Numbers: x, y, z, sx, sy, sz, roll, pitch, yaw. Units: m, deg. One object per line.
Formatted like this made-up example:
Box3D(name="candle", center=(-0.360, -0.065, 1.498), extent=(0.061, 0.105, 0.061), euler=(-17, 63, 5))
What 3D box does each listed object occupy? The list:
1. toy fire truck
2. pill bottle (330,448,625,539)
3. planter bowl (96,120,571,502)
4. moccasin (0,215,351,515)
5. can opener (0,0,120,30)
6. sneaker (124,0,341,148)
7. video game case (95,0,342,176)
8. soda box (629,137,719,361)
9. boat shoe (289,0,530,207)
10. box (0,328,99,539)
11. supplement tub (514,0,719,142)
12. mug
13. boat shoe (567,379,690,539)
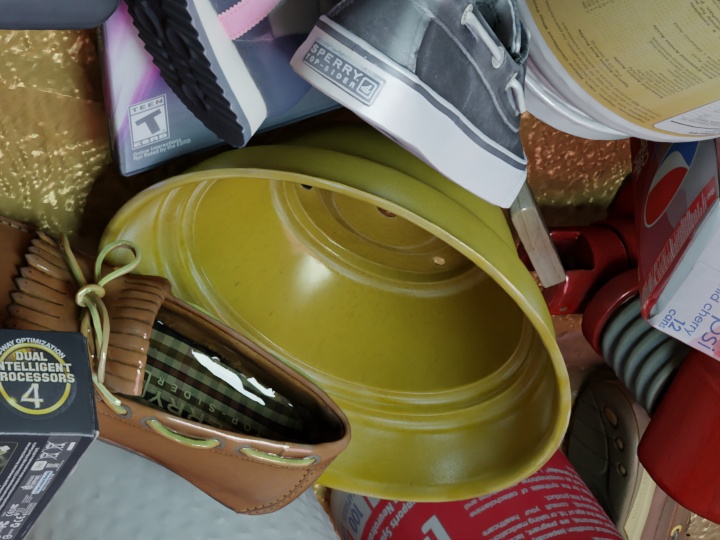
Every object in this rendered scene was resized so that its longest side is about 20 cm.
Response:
Box3D(name="toy fire truck", center=(0.132, 0.022, 1.159), extent=(0.199, 0.176, 0.129), euler=(-1, 131, -34))
Box3D(name="pill bottle", center=(0.075, 0.154, 1.234), extent=(0.112, 0.200, 0.113), euler=(-20, 139, -18))
Box3D(name="planter bowl", center=(0.000, 0.000, 1.082), extent=(0.201, 0.199, 0.084), euler=(90, 19, -52))
Box3D(name="moccasin", center=(-0.095, 0.029, 1.038), extent=(0.201, 0.074, 0.078), euler=(35, 140, -15))
Box3D(name="can opener", center=(-0.172, -0.106, 0.879), extent=(0.199, 0.064, 0.079), euler=(10, 125, -27))
Box3D(name="sneaker", center=(-0.046, -0.134, 0.904), extent=(0.082, 0.070, 0.200), euler=(-38, 147, -18))
Box3D(name="video game case", center=(-0.031, -0.129, 0.973), extent=(0.142, 0.019, 0.201), euler=(-19, 141, -15))
Box3D(name="soda box", center=(0.155, -0.037, 1.095), extent=(0.070, 0.200, 0.064), euler=(26, 118, -10))
Box3D(name="boat shoe", center=(0.032, -0.074, 0.961), extent=(0.068, 0.072, 0.200), euler=(-56, 162, 3))
Box3D(name="box", center=(-0.204, 0.083, 1.006), extent=(0.160, 0.049, 0.200), euler=(1, 152, -24))
Box3D(name="supplement tub", center=(0.138, -0.128, 0.972), extent=(0.144, 0.146, 0.200), euler=(-7, 174, -30))
Box3D(name="mug", center=(-0.052, 0.176, 1.185), extent=(0.147, 0.176, 0.200), euler=(-40, 141, 7))
Box3D(name="boat shoe", center=(0.139, 0.135, 1.363), extent=(0.067, 0.072, 0.201), euler=(-11, 133, -24))
